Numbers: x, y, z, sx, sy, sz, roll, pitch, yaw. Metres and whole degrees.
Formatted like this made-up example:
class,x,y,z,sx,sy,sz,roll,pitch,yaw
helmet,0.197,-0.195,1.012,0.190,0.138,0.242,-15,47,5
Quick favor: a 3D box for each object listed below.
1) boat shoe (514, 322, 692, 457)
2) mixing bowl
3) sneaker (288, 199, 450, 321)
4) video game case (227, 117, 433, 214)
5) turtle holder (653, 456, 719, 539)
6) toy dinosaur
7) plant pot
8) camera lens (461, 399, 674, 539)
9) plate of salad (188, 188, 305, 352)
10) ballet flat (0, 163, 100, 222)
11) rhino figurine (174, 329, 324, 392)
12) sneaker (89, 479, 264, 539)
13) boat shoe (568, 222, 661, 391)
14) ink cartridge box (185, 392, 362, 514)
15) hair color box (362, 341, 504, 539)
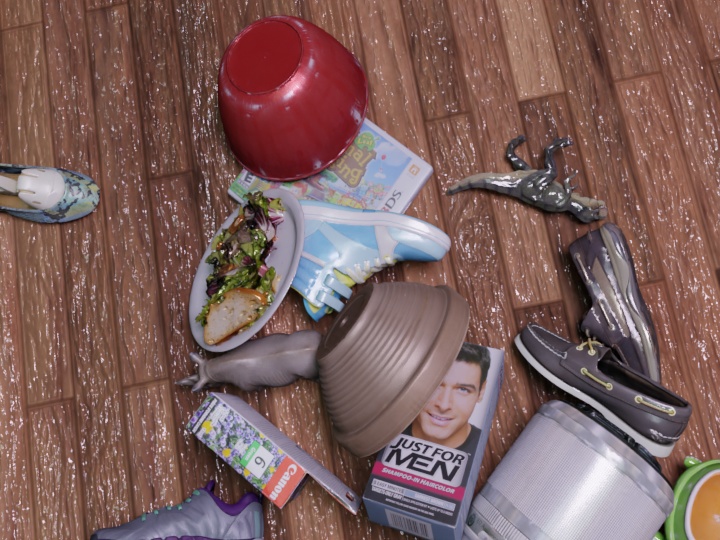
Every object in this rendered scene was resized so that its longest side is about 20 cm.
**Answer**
class,x,y,z,sx,sy,sz,roll,pitch,yaw
boat shoe,0.258,0.111,0.757,0.200,0.071,0.062,38,118,31
mixing bowl,-0.096,-0.224,0.836,0.194,0.109,0.206,-5,70,14
sneaker,0.000,0.000,0.802,0.194,0.080,0.134,9,78,15
video game case,-0.038,-0.111,0.874,0.198,0.022,0.184,36,84,10
turtle holder,0.397,0.281,0.695,0.139,0.131,0.188,-33,94,-20
toy dinosaur,0.208,-0.116,0.846,0.194,0.047,0.091,13,87,10
plant pot,0.016,0.082,0.732,0.092,0.201,0.203,37,84,-10
camera lens,0.205,0.250,0.714,0.159,0.160,0.201,38,84,10
plate of salad,-0.140,-0.008,0.798,0.197,0.048,0.205,-26,49,34
ballet flat,-0.430,-0.102,0.879,0.194,0.074,0.077,2,79,5
rhino figurine,-0.121,0.108,0.804,0.194,0.088,0.062,-11,76,5
sneaker,-0.203,0.285,0.796,0.193,0.075,0.090,3,62,-3
boat shoe,0.290,0.051,0.801,0.072,0.074,0.206,-18,82,27
ink cartridge box,-0.090,0.215,0.770,0.198,0.109,0.051,37,83,10
hair color box,0.083,0.172,0.739,0.096,0.061,0.203,10,52,20
